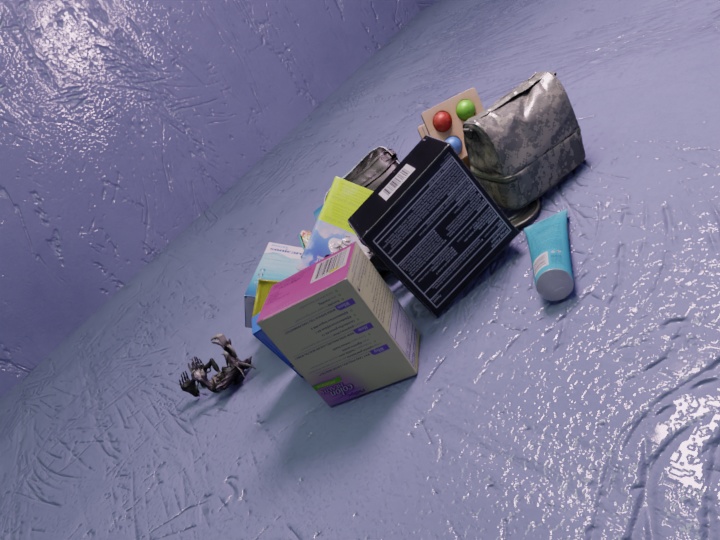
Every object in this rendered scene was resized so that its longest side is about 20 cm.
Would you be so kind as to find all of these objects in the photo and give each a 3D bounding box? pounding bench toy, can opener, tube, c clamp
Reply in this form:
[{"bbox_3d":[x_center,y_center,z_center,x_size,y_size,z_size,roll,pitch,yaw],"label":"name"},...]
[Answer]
[{"bbox_3d":[0.239,-0.311,1.190,0.196,0.127,0.156,-25,0,2],"label":"pounding bench toy"},{"bbox_3d":[0.028,-0.019,1.029,0.053,0.194,0.068,-92,14,-59],"label":"can opener"},{"bbox_3d":[0.284,-0.033,0.830,0.076,0.051,0.202,-20,25,25],"label":"tube"},{"bbox_3d":[0.247,-0.105,1.019,0.168,0.027,0.202,-27,28,25],"label":"c clamp"}]

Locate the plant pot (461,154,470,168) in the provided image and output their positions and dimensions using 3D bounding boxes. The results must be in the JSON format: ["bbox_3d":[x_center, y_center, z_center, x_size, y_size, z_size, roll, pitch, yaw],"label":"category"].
[{"bbox_3d":[0.211,-0.211,1.165,0.196,0.028,0.200,-26,0,0],"label":"plant pot"}]

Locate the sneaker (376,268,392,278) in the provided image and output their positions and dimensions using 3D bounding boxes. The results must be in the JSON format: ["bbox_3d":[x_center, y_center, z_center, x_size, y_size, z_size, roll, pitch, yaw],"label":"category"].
[{"bbox_3d":[0.000,0.000,1.128,0.197,0.078,0.088,-27,35,31],"label":"sneaker"}]

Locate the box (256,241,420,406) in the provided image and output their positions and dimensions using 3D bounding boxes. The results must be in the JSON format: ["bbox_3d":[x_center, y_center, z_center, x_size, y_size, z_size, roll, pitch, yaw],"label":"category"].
[{"bbox_3d":[-0.028,0.089,0.862,0.173,0.202,0.098,-25,26,25],"label":"box"}]

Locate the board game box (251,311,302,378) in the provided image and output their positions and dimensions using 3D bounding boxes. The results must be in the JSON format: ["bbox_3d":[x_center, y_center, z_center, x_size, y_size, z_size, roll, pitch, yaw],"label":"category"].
[{"bbox_3d":[-0.071,0.088,0.977,0.197,0.153,0.045,-33,38,10],"label":"board game box"}]

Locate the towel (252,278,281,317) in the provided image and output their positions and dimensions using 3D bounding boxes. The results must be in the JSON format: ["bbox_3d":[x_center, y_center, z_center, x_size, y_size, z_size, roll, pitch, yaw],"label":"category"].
[{"bbox_3d":[-0.109,0.066,1.059,0.193,0.018,0.089,6,71,4],"label":"towel"}]

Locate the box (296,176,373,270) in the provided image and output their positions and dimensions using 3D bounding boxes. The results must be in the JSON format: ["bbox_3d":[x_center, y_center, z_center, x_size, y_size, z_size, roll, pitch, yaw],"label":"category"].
[{"bbox_3d":[-0.033,-0.069,1.081,0.048,0.119,0.205,75,-143,-76],"label":"box"}]

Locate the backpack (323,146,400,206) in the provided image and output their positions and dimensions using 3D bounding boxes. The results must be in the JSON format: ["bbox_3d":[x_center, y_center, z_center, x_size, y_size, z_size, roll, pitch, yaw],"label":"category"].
[{"bbox_3d":[0.025,-0.139,1.192,0.198,0.151,0.179,-36,64,-2],"label":"backpack"}]

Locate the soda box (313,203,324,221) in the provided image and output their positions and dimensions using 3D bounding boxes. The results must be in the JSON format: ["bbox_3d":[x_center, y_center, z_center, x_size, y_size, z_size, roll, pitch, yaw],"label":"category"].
[{"bbox_3d":[-0.072,-0.119,1.438,0.067,0.065,0.201,-35,26,6],"label":"soda box"}]

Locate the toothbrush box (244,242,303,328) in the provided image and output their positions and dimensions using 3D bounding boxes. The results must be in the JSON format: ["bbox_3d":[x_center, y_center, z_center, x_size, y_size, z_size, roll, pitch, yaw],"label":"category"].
[{"bbox_3d":[-0.153,0.037,1.179,0.142,0.087,0.202,9,37,1],"label":"toothbrush box"}]

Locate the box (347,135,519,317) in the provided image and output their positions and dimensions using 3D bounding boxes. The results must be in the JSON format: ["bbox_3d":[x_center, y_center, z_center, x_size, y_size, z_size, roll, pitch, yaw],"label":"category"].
[{"bbox_3d":[0.117,-0.073,0.913,0.200,0.198,0.124,-44,22,5],"label":"box"}]

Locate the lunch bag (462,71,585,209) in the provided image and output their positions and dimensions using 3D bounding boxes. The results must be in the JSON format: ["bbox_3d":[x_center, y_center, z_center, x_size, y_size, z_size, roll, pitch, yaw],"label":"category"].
[{"bbox_3d":[0.288,-0.236,0.985,0.197,0.170,0.139,-33,29,-9],"label":"lunch bag"}]

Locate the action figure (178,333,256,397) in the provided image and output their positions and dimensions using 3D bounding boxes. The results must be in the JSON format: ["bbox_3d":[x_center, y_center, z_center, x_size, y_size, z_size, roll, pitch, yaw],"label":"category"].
[{"bbox_3d":[-0.314,0.207,1.180,0.197,0.104,0.119,-21,18,37],"label":"action figure"}]

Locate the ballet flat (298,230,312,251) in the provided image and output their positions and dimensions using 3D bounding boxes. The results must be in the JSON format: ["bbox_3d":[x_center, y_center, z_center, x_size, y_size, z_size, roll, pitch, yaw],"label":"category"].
[{"bbox_3d":[-0.065,-0.001,1.125,0.063,0.204,0.076,-25,-16,11],"label":"ballet flat"}]
